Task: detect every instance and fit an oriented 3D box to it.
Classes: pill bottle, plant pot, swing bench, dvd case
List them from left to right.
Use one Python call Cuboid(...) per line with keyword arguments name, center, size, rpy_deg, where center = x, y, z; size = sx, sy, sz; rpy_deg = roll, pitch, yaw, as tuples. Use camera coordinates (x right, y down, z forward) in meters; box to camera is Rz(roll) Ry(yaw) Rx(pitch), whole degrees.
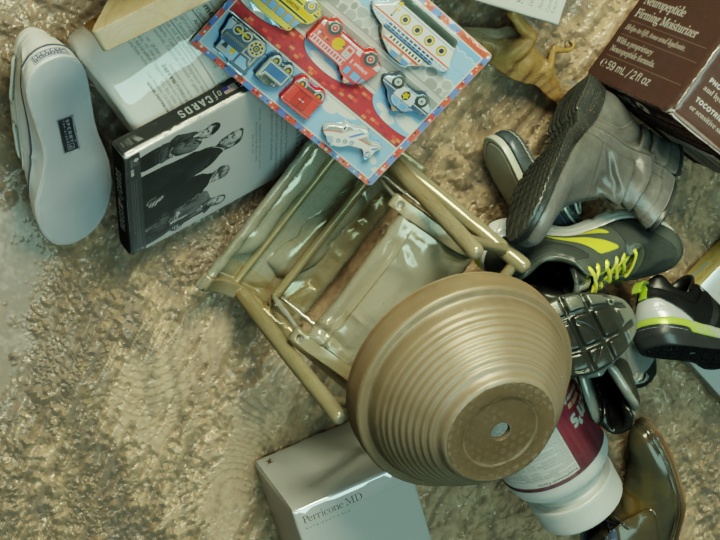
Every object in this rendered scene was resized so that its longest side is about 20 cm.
Cuboid(name="pill bottle", center=(-0.133, -0.205, 1.579), size=(0.200, 0.114, 0.114), rpy_deg=(-37, 117, -6))
Cuboid(name="dvd case", center=(-0.117, -0.104, 1.607), size=(0.200, 0.025, 0.150), rpy_deg=(-31, 155, -21))
Cuboid(name="swing bench", center=(0.000, 0.000, 1.665), size=(0.199, 0.200, 0.130), rpy_deg=(-51, 156, 11))
Cuboid(name="plant pot", center=(0.096, 0.109, 1.574), size=(0.201, 0.093, 0.201), rpy_deg=(-11, 123, -18))
Cuboid(name="pill bottle", center=(0.170, 0.152, 1.825), size=(0.110, 0.110, 0.200), rpy_deg=(-35, 117, -7))

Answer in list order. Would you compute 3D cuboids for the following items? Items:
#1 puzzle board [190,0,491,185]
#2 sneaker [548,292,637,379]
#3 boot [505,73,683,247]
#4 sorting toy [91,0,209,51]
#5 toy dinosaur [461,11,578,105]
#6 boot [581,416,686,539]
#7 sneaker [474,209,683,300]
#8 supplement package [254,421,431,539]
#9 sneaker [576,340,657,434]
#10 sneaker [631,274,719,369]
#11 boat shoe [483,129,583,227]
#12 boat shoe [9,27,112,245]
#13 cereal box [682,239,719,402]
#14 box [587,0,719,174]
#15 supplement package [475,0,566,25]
Cuboid(name="puzzle board", center=(-0.013, -0.178, 1.536), size=(0.200, 0.017, 0.151), rpy_deg=(38, 105, -24))
Cuboid(name="sneaker", center=(0.150, 0.077, 1.698), size=(0.200, 0.079, 0.075), rpy_deg=(-24, 85, -5))
Cuboid(name="boot", center=(0.218, -0.073, 1.697), size=(0.132, 0.070, 0.200), rpy_deg=(37, 59, -12))
Cuboid(name="sorting toy", center=(-0.114, -0.275, 1.463), size=(0.199, 0.200, 0.070), rpy_deg=(-23, 115, 18))
Cuboid(name="toy dinosaur", center=(0.132, -0.203, 1.716), size=(0.200, 0.060, 0.106), rpy_deg=(20, 101, -26))
Cuboid(name="boot", center=(0.271, 0.248, 1.918), size=(0.097, 0.075, 0.200), rpy_deg=(-20, 116, -17))
Cuboid(name="sneaker", center=(0.204, -0.001, 1.728), size=(0.200, 0.085, 0.074), rpy_deg=(-4, 126, -14))
Cuboid(name="supplement package", center=(-0.003, 0.261, 1.788), size=(0.121, 0.120, 0.200), rpy_deg=(-22, 114, -12))
Cuboid(name="sneaker", center=(0.238, 0.108, 1.799), size=(0.075, 0.116, 0.200), rpy_deg=(-20, 152, 20))
Cuboid(name="sneaker", center=(0.331, 0.043, 1.820), size=(0.200, 0.072, 0.083), rpy_deg=(13, 66, -46))
Cuboid(name="boat shoe", center=(0.180, -0.060, 1.775), size=(0.062, 0.075, 0.200), rpy_deg=(-36, 118, -5))
Cuboid(name="boat shoe", center=(-0.254, -0.113, 1.591), size=(0.074, 0.065, 0.200), rpy_deg=(-16, 134, -24))
Cuboid(name="cereal box", center=(0.397, 0.064, 1.923), size=(0.144, 0.040, 0.200), rpy_deg=(-46, 118, -1))
Cuboid(name="box", center=(0.352, -0.199, 1.744), size=(0.164, 0.166, 0.200), rpy_deg=(34, 92, -27))
Cuboid(name="supplement package", center=(0.076, -0.315, 1.602), size=(0.200, 0.151, 0.152), rpy_deg=(13, 104, -24))
